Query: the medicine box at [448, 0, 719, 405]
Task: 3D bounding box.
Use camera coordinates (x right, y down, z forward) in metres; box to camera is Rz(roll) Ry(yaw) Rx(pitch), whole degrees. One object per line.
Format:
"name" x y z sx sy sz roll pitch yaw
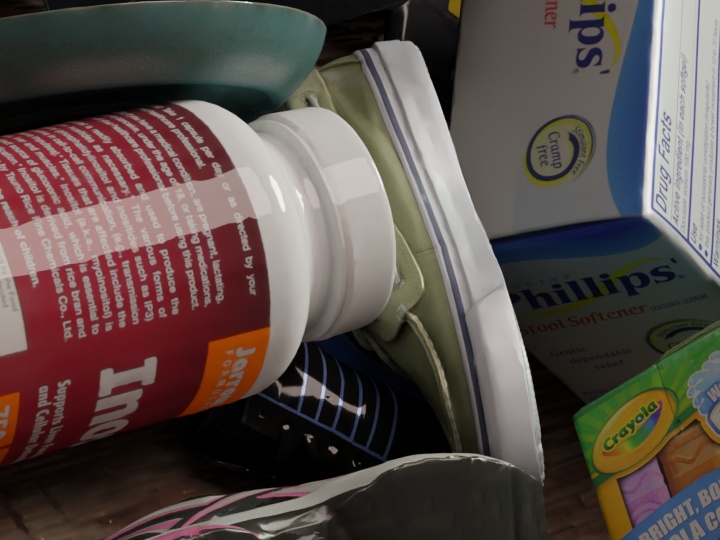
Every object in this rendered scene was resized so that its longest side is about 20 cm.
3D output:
"medicine box" 0.130 -0.044 1.242 0.200 0.103 0.182 42 45 -45

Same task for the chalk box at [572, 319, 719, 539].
"chalk box" 0.173 0.091 1.109 0.125 0.124 0.200 34 32 -45

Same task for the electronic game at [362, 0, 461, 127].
"electronic game" 0.019 -0.061 1.264 0.200 0.042 0.200 16 59 -28

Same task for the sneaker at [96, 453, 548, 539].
"sneaker" -0.025 0.102 1.010 0.200 0.080 0.086 -2 7 -32

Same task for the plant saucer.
"plant saucer" -0.110 -0.065 1.066 0.200 0.200 0.027 -2 80 -47

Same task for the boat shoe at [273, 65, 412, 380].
"boat shoe" 0.000 0.000 1.166 0.074 0.060 0.200 -21 79 -32

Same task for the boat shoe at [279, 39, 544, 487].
"boat shoe" 0.020 0.003 1.102 0.062 0.072 0.200 -17 61 -4

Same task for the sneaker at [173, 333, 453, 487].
"sneaker" -0.020 0.064 1.108 0.200 0.070 0.078 41 42 5

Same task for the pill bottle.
"pill bottle" -0.092 0.002 1.005 0.200 0.113 0.113 -15 60 -29

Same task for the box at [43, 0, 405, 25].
"box" -0.053 -0.202 1.158 0.124 0.196 0.200 -100 173 -65
